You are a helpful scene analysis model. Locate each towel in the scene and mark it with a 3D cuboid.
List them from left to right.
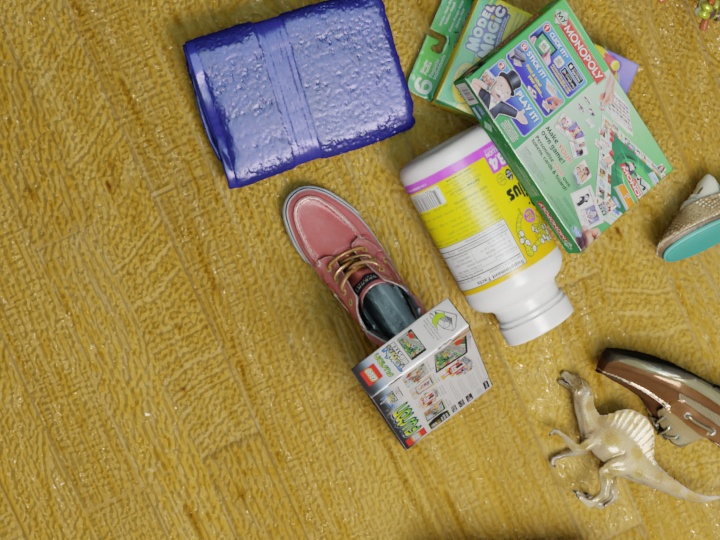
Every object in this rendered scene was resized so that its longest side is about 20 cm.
[{"bbox_3d":[-0.058,-0.177,1.610,0.199,0.050,0.149,-18,102,-6],"label":"towel"}]

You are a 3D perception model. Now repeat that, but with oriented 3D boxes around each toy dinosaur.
[{"bbox_3d":[0.255,0.189,1.648,0.200,0.058,0.101,43,99,2],"label":"toy dinosaur"}]

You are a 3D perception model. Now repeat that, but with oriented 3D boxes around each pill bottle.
[{"bbox_3d":[0.126,-0.033,1.606,0.104,0.104,0.201,-29,96,-4],"label":"pill bottle"}]

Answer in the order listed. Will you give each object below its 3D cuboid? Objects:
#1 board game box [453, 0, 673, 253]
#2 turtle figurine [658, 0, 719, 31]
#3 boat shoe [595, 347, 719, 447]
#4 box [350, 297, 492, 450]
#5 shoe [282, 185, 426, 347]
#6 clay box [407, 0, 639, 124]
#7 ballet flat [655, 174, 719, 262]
[{"bbox_3d":[0.194,-0.136,1.581,0.134,0.029,0.201,-40,104,-20],"label":"board game box"},{"bbox_3d":[0.389,-0.248,1.644,0.199,0.064,0.162,-24,103,-13],"label":"turtle figurine"},{"bbox_3d":[0.323,0.139,1.654,0.199,0.076,0.074,23,94,-6],"label":"boat shoe"},{"bbox_3d":[0.061,0.100,1.562,0.110,0.200,0.035,-36,68,-4],"label":"box"},{"bbox_3d":[0.000,0.000,1.598,0.071,0.091,0.200,-38,92,-2],"label":"shoe"},{"bbox_3d":[0.156,-0.187,1.629,0.199,0.048,0.116,23,89,-9],"label":"clay box"},{"bbox_3d":[0.373,-0.071,1.661,0.199,0.071,0.066,-21,68,-7],"label":"ballet flat"}]
